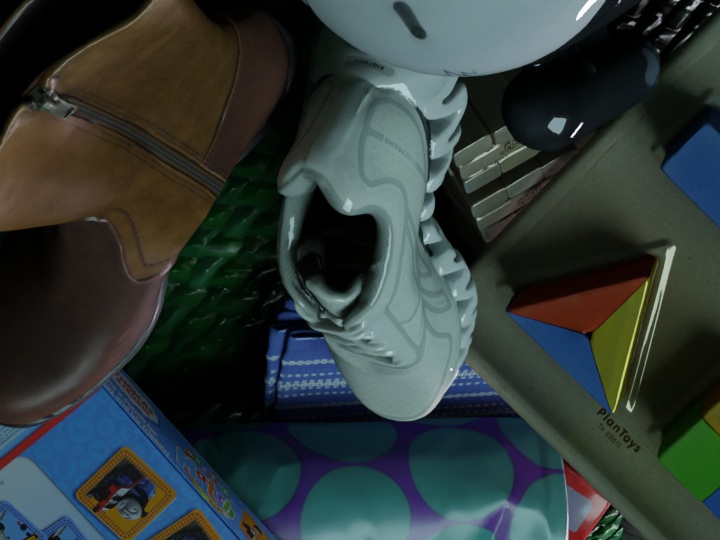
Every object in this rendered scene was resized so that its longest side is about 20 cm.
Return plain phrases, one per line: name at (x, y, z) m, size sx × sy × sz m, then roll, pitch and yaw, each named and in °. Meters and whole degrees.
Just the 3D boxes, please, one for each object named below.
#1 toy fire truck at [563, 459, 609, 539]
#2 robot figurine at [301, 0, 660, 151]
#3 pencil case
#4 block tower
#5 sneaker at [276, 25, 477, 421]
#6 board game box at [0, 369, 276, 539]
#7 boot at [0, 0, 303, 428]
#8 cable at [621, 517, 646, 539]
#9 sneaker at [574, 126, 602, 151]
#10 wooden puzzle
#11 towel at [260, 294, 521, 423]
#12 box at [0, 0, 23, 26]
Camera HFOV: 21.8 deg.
toy fire truck at (0.106, 0.129, 1.025) m, size 0.142 × 0.049 × 0.200 m, roll -57°, pitch 171°, yaw 9°
robot figurine at (0.051, -0.133, 0.580) m, size 0.200 × 0.150 × 0.125 m, roll -35°, pitch 163°, yaw -52°
pencil case at (0.000, 0.114, 0.864) m, size 0.198 × 0.085 × 0.093 m, roll 1°, pitch 120°, yaw -16°
block tower at (0.069, -0.027, 0.834) m, size 0.054 × 0.058 × 0.200 m, roll -29°, pitch 149°, yaw -3°
sneaker at (0.000, 0.000, 0.719) m, size 0.201 × 0.074 × 0.082 m, roll 81°, pitch 26°, yaw -49°
board game box at (-0.124, 0.126, 0.780) m, size 0.151 × 0.037 × 0.200 m, roll -38°, pitch 104°, yaw 10°
boot at (-0.097, -0.014, 0.607) m, size 0.188 × 0.069 × 0.200 m, roll -45°, pitch 176°, yaw 10°
cable at (0.258, 0.165, 1.153) m, size 0.198 × 0.070 × 0.200 m, roll -6°, pitch -179°, yaw 13°
sneaker at (0.137, -0.041, 0.878) m, size 0.079 × 0.075 × 0.200 m, roll 7°, pitch 158°, yaw 11°
wooden puzzle at (0.155, 0.016, 0.756) m, size 0.200 × 0.185 × 0.046 m, roll -46°, pitch 180°, yaw 19°
towel at (0.021, 0.064, 0.894) m, size 0.143 × 0.024 × 0.201 m, roll -3°, pitch 150°, yaw -9°
box at (-0.142, -0.112, 0.550) m, size 0.200 × 0.048 × 0.192 m, roll -46°, pitch 144°, yaw 22°
